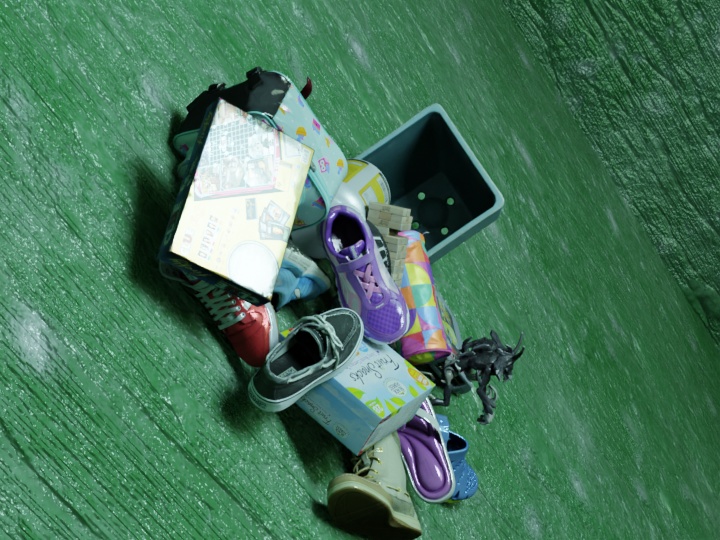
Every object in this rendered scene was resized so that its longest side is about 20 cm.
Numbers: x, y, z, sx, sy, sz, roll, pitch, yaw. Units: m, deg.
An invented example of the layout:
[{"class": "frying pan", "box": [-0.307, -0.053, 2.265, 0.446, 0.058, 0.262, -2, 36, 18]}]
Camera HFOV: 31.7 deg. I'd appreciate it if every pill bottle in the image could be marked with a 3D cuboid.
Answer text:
[{"class": "pill bottle", "box": [-0.032, -0.085, 1.818, 0.113, 0.111, 0.200, 60, 24, -8]}]

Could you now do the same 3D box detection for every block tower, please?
[{"class": "block tower", "box": [0.028, 0.008, 1.781, 0.054, 0.057, 0.202, -8, 110, -72]}]

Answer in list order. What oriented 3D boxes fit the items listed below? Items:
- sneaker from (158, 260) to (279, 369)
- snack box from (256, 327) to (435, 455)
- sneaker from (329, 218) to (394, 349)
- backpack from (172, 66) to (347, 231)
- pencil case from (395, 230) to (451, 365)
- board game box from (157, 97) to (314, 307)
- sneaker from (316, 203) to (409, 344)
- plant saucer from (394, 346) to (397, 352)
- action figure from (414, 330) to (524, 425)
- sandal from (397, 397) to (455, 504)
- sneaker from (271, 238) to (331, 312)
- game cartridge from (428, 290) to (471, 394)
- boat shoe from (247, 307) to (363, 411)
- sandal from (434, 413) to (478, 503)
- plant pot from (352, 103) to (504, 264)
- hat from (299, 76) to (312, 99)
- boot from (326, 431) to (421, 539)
[{"class": "sneaker", "box": [-0.167, 0.025, 1.476, 0.112, 0.071, 0.202, -7, 73, -63]}, {"class": "snack box", "box": [-0.014, 0.136, 1.605, 0.168, 0.068, 0.200, 39, 20, 14]}, {"class": "sneaker", "box": [-0.004, 0.030, 1.727, 0.074, 0.080, 0.202, -2, 90, -71]}, {"class": "backpack", "box": [-0.121, -0.132, 1.609, 0.200, 0.175, 0.154, 44, 47, -36]}, {"class": "pencil case", "box": [0.075, 0.039, 1.845, 0.088, 0.088, 0.202, 22, 52, -57]}, {"class": "board game box", "box": [-0.139, -0.078, 1.442, 0.135, 0.035, 0.202, 28, 63, -25]}, {"class": "sneaker", "box": [0.000, 0.000, 1.634, 0.089, 0.080, 0.202, 97, -32, -80]}, {"class": "plant saucer", "box": [0.030, 0.043, 1.916, 0.200, 0.034, 0.201, 48, 26, -34]}, {"class": "action figure", "box": [0.158, 0.159, 1.857, 0.119, 0.198, 0.102, -91, 156, -52]}, {"class": "sandal", "box": [0.072, 0.218, 1.725, 0.204, 0.082, 0.050, 59, -2, 17]}, {"class": "sneaker", "box": [-0.103, 0.009, 1.635, 0.078, 0.090, 0.200, 42, -1, 18]}, {"class": "game cartridge", "box": [0.127, 0.105, 1.997, 0.200, 0.041, 0.134, 49, 23, -61]}, {"class": "boat shoe", "box": [-0.055, 0.087, 1.479, 0.074, 0.068, 0.199, 42, 43, 17]}, {"class": "sandal", "box": [0.120, 0.266, 1.810, 0.200, 0.087, 0.080, 43, 28, -43]}, {"class": "plant pot", "box": [0.107, -0.110, 2.022, 0.197, 0.196, 0.200, 57, 3, 14]}, {"class": "hat", "box": [-0.079, -0.202, 1.755, 0.166, 0.175, 0.201, 53, 25, -23]}, {"class": "boot", "box": [0.007, 0.251, 1.606, 0.200, 0.072, 0.156, 41, 32, -52]}]
